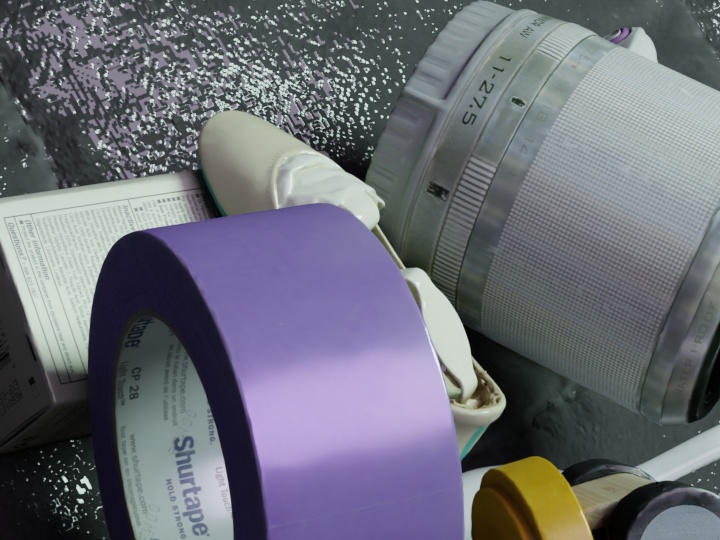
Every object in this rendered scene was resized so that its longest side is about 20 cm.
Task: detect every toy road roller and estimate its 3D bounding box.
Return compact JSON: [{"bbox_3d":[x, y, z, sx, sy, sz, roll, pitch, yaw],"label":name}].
[{"bbox_3d":[0.090,0.180,0.985,0.145,0.123,0.202,-14,95,-12],"label":"toy road roller"}]

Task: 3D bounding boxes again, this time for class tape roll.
[{"bbox_3d":[-0.040,0.077,0.935,0.084,0.200,0.201,-8,72,-24],"label":"tape roll"}]

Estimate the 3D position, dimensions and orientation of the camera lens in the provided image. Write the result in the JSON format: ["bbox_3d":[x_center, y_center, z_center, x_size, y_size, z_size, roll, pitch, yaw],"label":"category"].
[{"bbox_3d":[0.118,-0.028,1.140,0.199,0.161,0.160,27,47,16],"label":"camera lens"}]

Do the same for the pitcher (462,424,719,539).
[{"bbox_3d":[0.114,0.137,1.118,0.199,0.172,0.121,5,31,-36],"label":"pitcher"}]

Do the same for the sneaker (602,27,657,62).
[{"bbox_3d":[0.136,-0.046,1.301,0.099,0.075,0.201,35,59,-25],"label":"sneaker"}]

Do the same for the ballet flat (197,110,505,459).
[{"bbox_3d":[0.000,0.000,1.073,0.069,0.069,0.201,-35,91,-42],"label":"ballet flat"}]

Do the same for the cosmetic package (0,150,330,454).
[{"bbox_3d":[-0.093,0.012,1.089,0.199,0.073,0.104,-9,73,-40],"label":"cosmetic package"}]
